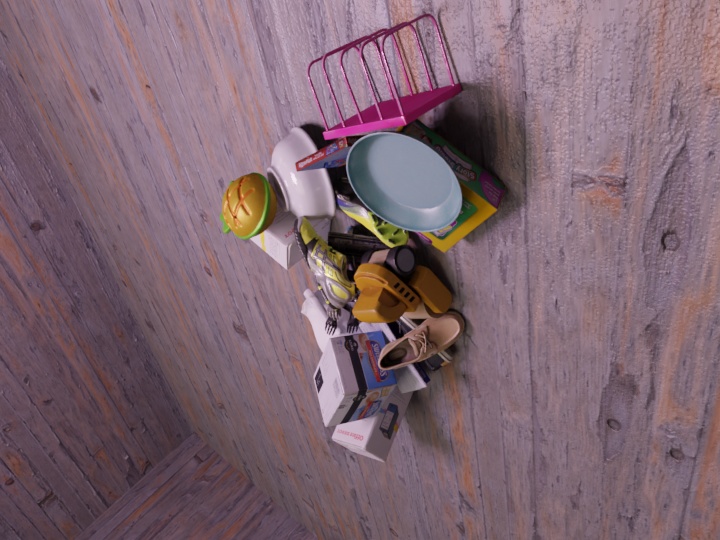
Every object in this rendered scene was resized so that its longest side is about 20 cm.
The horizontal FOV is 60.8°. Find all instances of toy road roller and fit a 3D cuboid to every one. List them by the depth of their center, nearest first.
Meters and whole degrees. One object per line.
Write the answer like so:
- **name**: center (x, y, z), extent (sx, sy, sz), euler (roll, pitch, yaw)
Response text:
- **toy road roller**: center (0.069, 0.055, 1.206), extent (0.199, 0.148, 0.122), euler (41, 154, -26)

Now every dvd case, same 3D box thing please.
- **dvd case**: center (0.000, 0.000, 1.331), extent (0.144, 0.016, 0.203), euler (6, 137, 2)

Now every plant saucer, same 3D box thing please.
- **plant saucer**: center (0.072, -0.144, 0.963), extent (0.196, 0.036, 0.202), euler (21, 146, 15)

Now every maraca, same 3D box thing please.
- **maraca**: center (-0.245, -0.136, 1.298), extent (0.197, 0.105, 0.141), euler (4, 82, 50)

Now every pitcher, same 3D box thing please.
- **pitcher**: center (-0.069, 0.137, 1.518), extent (0.201, 0.121, 0.172), euler (50, 175, 14)

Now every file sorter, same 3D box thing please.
- **file sorter**: center (0.028, -0.300, 0.957), extent (0.197, 0.138, 0.128), euler (5, 123, 50)

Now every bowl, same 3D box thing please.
- **bowl**: center (-0.135, -0.185, 1.273), extent (0.203, 0.089, 0.203), euler (54, 160, 31)

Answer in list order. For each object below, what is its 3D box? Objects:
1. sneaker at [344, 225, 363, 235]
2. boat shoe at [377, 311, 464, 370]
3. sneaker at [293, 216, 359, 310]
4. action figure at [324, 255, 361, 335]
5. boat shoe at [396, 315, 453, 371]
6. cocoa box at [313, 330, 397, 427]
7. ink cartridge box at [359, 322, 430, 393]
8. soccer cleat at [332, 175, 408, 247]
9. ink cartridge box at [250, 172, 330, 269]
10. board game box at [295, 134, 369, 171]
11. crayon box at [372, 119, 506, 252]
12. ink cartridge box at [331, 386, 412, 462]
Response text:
- **sneaker**: center (-0.041, -0.017, 1.378), extent (0.075, 0.086, 0.201), euler (45, 146, 14)
- **boat shoe**: center (0.125, 0.152, 1.258), extent (0.198, 0.064, 0.072), euler (-33, 88, 18)
- **sneaker**: center (-0.069, -0.024, 1.248), extent (0.203, 0.075, 0.075), euler (61, -172, 4)
- **action figure**: center (-0.018, 0.066, 1.316), extent (0.115, 0.104, 0.202), euler (5, 139, -11)
- **boat shoe**: center (0.114, 0.137, 1.332), extent (0.200, 0.074, 0.062), euler (46, 108, 5)
- **cocoa box**: center (-0.016, 0.246, 1.387), extent (0.202, 0.128, 0.136), euler (114, 144, -53)
- **ink cartridge box**: center (0.082, 0.182, 1.407), extent (0.199, 0.043, 0.200), euler (57, 160, 5)
- **soccer cleat**: center (0.022, -0.114, 1.238), extent (0.199, 0.065, 0.084), euler (41, 170, 13)
- **ink cartridge box**: center (-0.184, -0.118, 1.404), extent (0.199, 0.144, 0.085), euler (37, 146, 22)
- **board game box**: center (-0.031, -0.211, 1.098), extent (0.198, 0.101, 0.020), euler (-7, 93, 59)
- **crayon box**: center (0.114, -0.138, 1.029), extent (0.198, 0.059, 0.172), euler (34, 148, -8)
- **ink cartridge box**: center (0.030, 0.355, 1.536), extent (0.087, 0.203, 0.144), euler (39, 155, -28)
